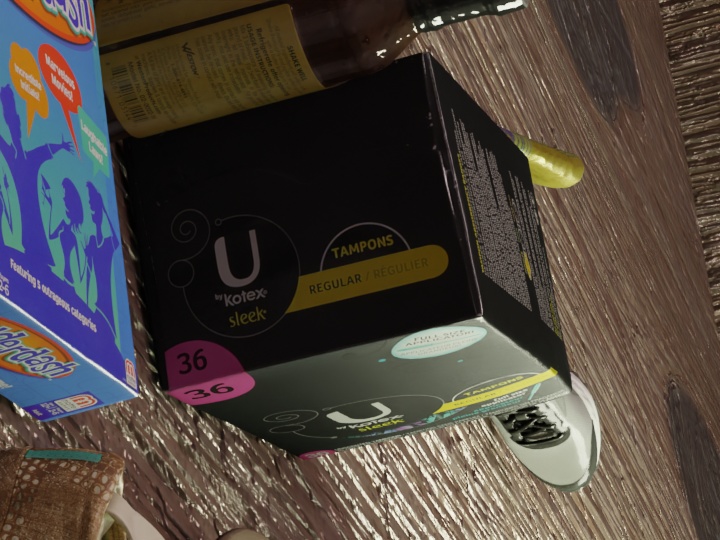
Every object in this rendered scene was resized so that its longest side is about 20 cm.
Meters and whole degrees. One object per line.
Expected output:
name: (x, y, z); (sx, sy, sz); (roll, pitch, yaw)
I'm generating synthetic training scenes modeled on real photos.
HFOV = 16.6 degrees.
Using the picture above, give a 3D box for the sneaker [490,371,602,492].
sneaker: (0.103, 0.080, 1.678); (0.200, 0.074, 0.079); (60, 29, -29)

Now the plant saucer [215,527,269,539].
plant saucer: (-0.040, 0.209, 1.039); (0.200, 0.029, 0.201); (-15, 90, -76)

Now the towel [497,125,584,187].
towel: (0.018, -0.082, 1.278); (0.200, 0.143, 0.023); (14, 97, -57)

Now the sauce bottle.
sauce bottle: (-0.029, -0.105, 1.045); (0.065, 0.200, 0.065); (-12, 90, -77)

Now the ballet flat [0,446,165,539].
ballet flat: (-0.078, 0.150, 0.870); (0.071, 0.065, 0.200); (-77, 150, -63)

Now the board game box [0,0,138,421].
board game box: (-0.138, -0.063, 0.891); (0.152, 0.045, 0.200); (46, 32, -64)

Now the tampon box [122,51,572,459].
tampon box: (0.000, 0.000, 1.155); (0.200, 0.150, 0.127); (35, 43, -69)
